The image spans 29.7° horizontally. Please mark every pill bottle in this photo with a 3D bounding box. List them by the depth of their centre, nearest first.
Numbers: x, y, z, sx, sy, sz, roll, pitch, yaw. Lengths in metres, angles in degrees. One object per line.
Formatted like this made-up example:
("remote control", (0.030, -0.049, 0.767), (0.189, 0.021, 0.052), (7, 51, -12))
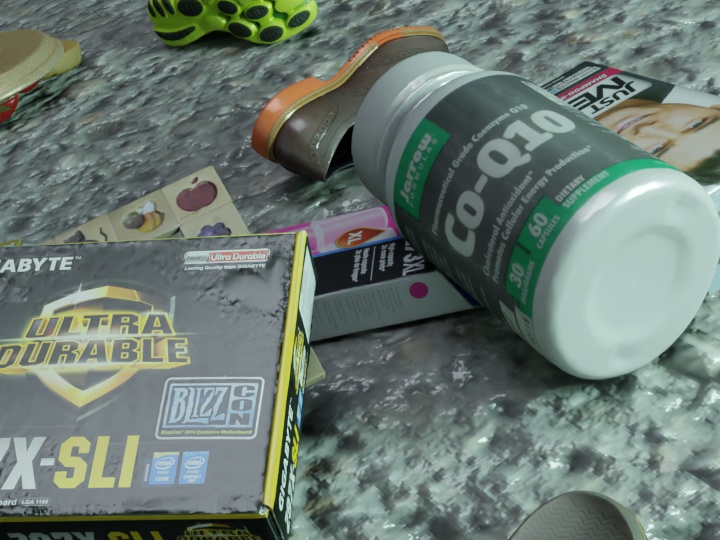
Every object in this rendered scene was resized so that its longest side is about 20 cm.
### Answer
("pill bottle", (0.084, -0.038, 0.719), (0.113, 0.114, 0.200), (-28, 39, -18))

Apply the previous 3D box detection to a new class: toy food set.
("toy food set", (-0.382, -0.182, 1.340), (0.196, 0.049, 0.201), (-12, 30, 13))

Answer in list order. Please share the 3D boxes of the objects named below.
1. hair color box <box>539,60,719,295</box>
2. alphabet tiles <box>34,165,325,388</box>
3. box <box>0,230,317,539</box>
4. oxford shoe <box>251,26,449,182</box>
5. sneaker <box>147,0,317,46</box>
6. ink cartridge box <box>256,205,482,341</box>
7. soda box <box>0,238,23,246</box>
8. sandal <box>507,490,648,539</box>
("hair color box", (0.165, -0.062, 0.797), (0.099, 0.061, 0.200), (-29, 31, -20))
("alphabet tiles", (-0.139, 0.039, 0.717), (0.199, 0.008, 0.168), (-25, 52, -8))
("box", (-0.126, 0.060, 0.664), (0.198, 0.050, 0.161), (-2, 54, 10))
("oxford shoe", (0.011, -0.119, 1.004), (0.072, 0.072, 0.200), (36, 51, 22))
("sneaker", (-0.120, -0.264, 1.303), (0.199, 0.074, 0.084), (6, 40, 38))
("ink cartridge box", (0.000, 0.000, 0.816), (0.198, 0.037, 0.095), (-10, 30, 11))
("soda box", (-0.249, 0.062, 0.819), (0.067, 0.064, 0.200), (-12, 29, 11))
("sandal", (0.042, 0.147, 0.510), (0.200, 0.055, 0.081), (-36, 33, -29))
